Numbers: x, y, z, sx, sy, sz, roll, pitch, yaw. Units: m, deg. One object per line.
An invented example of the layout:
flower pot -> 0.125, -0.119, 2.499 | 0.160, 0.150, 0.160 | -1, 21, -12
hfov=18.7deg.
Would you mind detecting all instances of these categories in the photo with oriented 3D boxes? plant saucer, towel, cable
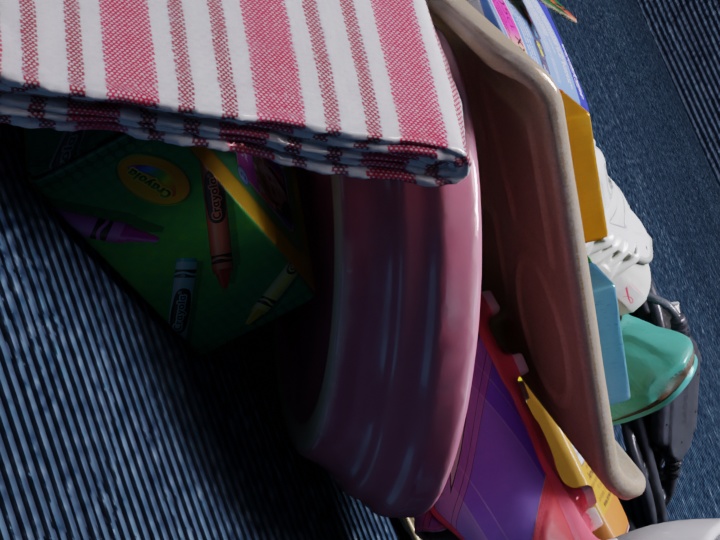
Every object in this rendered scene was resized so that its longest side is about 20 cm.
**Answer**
plant saucer -> 0.000, -0.001, 0.886 | 0.200, 0.051, 0.201 | -179, -90, -77
towel -> -0.064, -0.094, 0.791 | 0.199, 0.030, 0.147 | 8, 43, -19
cable -> 0.142, 0.076, 1.305 | 0.163, 0.051, 0.201 | -140, -137, -56

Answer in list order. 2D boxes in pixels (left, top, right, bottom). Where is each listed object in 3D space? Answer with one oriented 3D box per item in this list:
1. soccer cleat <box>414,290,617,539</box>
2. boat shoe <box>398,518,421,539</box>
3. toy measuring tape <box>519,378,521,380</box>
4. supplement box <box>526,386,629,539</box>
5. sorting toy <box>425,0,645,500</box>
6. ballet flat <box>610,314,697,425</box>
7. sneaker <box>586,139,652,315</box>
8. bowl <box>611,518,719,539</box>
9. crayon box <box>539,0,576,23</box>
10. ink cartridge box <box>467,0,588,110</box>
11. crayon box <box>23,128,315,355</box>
soccer cleat -> 0.042, 0.072, 0.918 | 0.067, 0.076, 0.200 | 72, -9, -57
boat shoe -> 0.052, 0.102, 1.004 | 0.200, 0.073, 0.063 | 63, 12, -8
toy measuring tape -> 0.000, 0.000, 1.046 | 0.200, 0.074, 0.074 | 37, 26, -24
supplement box -> 0.068, 0.063, 1.136 | 0.200, 0.066, 0.069 | 64, 15, -3
sorting toy -> 0.068, -0.026, 0.915 | 0.185, 0.036, 0.200 | -124, -164, -64
ballet flat -> 0.112, 0.048, 1.204 | 0.070, 0.067, 0.200 | 45, -17, -9
sneaker -> 0.114, -0.020, 1.122 | 0.099, 0.078, 0.200 | 50, 13, -1
bowl -> 0.124, 0.208, 0.975 | 0.200, 0.074, 0.200 | 15, 80, -71
crayon box -> 0.032, -0.210, 1.066 | 0.200, 0.051, 0.127 | 32, 13, -43
ink cartridge box -> 0.035, -0.094, 1.141 | 0.077, 0.136, 0.200 | 68, 16, 7
crayon box -> -0.081, -0.081, 0.878 | 0.119, 0.058, 0.200 | 50, 21, -43
